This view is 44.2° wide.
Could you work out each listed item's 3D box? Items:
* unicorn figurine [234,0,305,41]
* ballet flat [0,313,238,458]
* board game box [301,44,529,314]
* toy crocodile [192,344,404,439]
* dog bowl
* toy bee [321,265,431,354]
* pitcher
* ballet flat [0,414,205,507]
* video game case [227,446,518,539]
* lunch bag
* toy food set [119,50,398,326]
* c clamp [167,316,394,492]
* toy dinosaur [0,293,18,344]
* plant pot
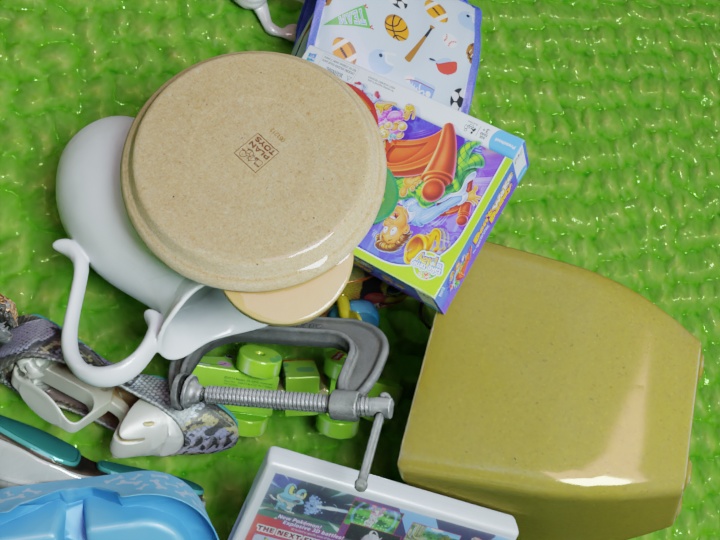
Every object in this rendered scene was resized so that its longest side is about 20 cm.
[{"bbox_3d":[-0.091,-0.294,0.872,0.136,0.074,0.202,29,48,-9],"label":"unicorn figurine"},{"bbox_3d":[-0.192,0.106,0.683,0.198,0.072,0.073,28,64,-5],"label":"ballet flat"},{"bbox_3d":[0.011,-0.074,0.689,0.198,0.045,0.136,28,82,22],"label":"board game box"},{"bbox_3d":[-0.057,0.098,0.748,0.197,0.062,0.069,5,105,-14],"label":"toy crocodile"},{"bbox_3d":[-0.198,0.200,0.626,0.196,0.050,0.113,-6,110,-10],"label":"dog bowl"},{"bbox_3d":[0.000,0.000,0.773,0.198,0.109,0.132,-19,61,-30],"label":"toy bee"},{"bbox_3d":[-0.176,-0.017,0.687,0.170,0.122,0.200,-28,62,-25],"label":"pitcher"},{"bbox_3d":[-0.215,0.165,0.664,0.198,0.069,0.070,23,65,-13],"label":"ballet flat"},{"bbox_3d":[-0.007,0.231,0.669,0.197,0.184,0.023,19,25,-13],"label":"video game case"},{"bbox_3d":[0.016,-0.179,0.826,0.168,0.124,0.203,15,86,-16],"label":"lunch bag"},{"bbox_3d":[-0.072,-0.073,0.640,0.198,0.049,0.200,27,68,9],"label":"toy food set"},{"bbox_3d":[-0.062,0.079,0.657,0.197,0.027,0.171,5,34,20],"label":"c clamp"},{"bbox_3d":[-0.350,0.069,0.634,0.198,0.103,0.137,-25,46,6],"label":"toy dinosaur"},{"bbox_3d":[0.161,0.112,0.706,0.197,0.196,0.197,8,64,20],"label":"plant pot"}]
